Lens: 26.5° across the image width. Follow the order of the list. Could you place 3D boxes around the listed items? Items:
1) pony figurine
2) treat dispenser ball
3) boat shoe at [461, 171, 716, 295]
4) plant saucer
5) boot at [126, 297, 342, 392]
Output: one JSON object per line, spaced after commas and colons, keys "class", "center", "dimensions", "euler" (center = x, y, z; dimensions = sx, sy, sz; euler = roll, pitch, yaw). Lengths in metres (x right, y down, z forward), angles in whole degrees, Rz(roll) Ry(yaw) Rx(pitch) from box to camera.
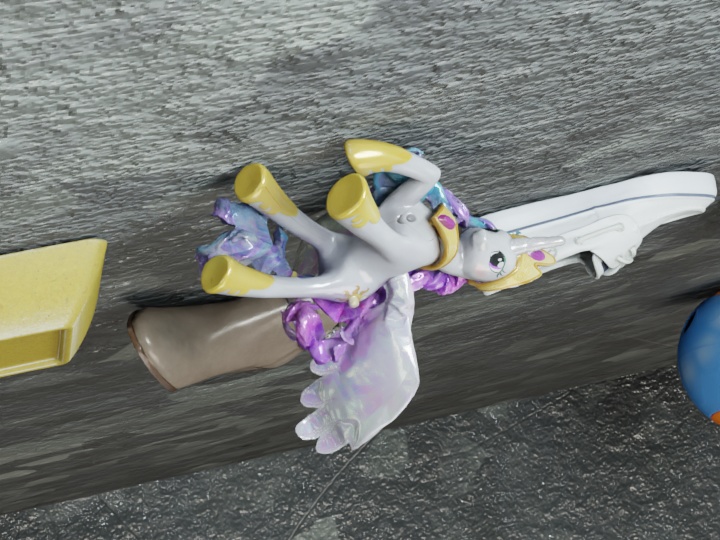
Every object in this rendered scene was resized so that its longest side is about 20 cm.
{"class": "pony figurine", "center": [0.000, 0.000, 0.915], "dimensions": [0.193, 0.167, 0.200], "euler": [-29, 148, 31]}
{"class": "treat dispenser ball", "center": [0.521, 0.115, 2.024], "dimensions": [0.201, 0.201, 0.201], "euler": [-13, 170, -2]}
{"class": "boat shoe", "center": [0.180, -0.026, 1.178], "dimensions": [0.200, 0.065, 0.074], "euler": [-14, 170, 1]}
{"class": "plant saucer", "center": [-0.263, 0.041, 1.000], "dimensions": [0.200, 0.048, 0.200], "euler": [-12, 170, -14]}
{"class": "boot", "center": [-0.091, 0.042, 1.215], "dimensions": [0.146, 0.070, 0.200], "euler": [-21, 171, 4]}
